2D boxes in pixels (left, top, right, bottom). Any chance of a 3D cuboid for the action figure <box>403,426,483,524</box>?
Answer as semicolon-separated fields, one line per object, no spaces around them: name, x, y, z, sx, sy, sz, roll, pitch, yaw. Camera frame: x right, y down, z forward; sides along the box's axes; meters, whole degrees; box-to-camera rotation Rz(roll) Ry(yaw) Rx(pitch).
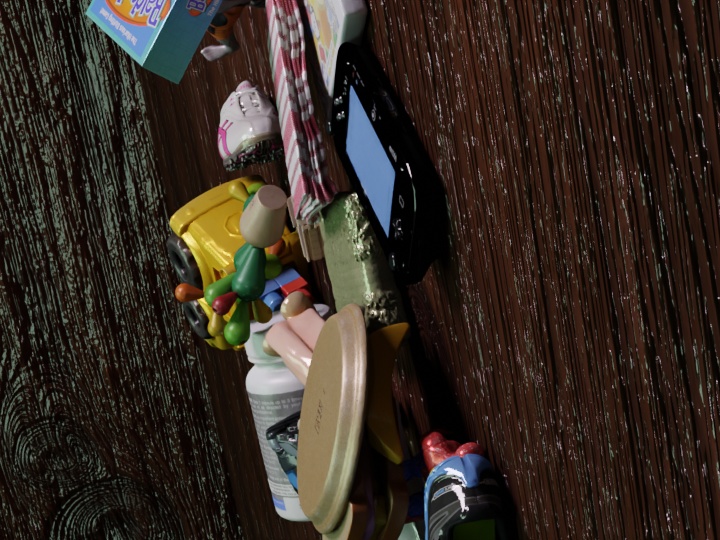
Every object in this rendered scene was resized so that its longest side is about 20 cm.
action figure;0.060;0.161;1.468;0.200;0.051;0.066;131;118;-73

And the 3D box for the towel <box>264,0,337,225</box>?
towel;-0.054;-0.145;1.590;0.146;0.030;0.202;134;127;-82

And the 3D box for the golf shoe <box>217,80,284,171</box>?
golf shoe;-0.123;-0.155;1.973;0.200;0.072;0.093;-166;64;-79

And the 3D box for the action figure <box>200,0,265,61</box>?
action figure;-0.111;-0.306;1.733;0.193;0.103;0.202;150;130;-73

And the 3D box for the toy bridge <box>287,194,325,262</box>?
toy bridge;-0.050;-0.043;1.803;0.200;0.027;0.068;-172;68;-86

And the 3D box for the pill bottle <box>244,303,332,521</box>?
pill bottle;-0.054;0.144;1.901;0.114;0.113;0.202;-142;38;-74

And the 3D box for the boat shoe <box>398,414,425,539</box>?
boat shoe;0.013;0.187;1.596;0.074;0.086;0.204;-30;71;34

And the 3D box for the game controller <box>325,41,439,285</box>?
game controller;0.014;-0.083;1.390;0.201;0.042;0.105;-115;14;-45

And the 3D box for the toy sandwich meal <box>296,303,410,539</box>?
toy sandwich meal;0.000;0.128;1.489;0.205;0.069;0.208;-171;90;-78

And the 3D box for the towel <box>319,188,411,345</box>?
towel;0.000;0.000;1.611;0.200;0.036;0.150;167;89;-81

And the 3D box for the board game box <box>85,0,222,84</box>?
board game box;-0.159;-0.285;1.643;0.201;0.045;0.152;-61;36;9

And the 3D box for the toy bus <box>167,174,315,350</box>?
toy bus;-0.109;0.027;2.059;0.192;0.135;0.201;44;153;41

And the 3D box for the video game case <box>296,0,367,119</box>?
video game case;-0.038;-0.245;1.506;0.200;0.023;0.184;105;150;-71

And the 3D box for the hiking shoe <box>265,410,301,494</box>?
hiking shoe;-0.010;0.192;1.772;0.199;0.074;0.087;15;130;56

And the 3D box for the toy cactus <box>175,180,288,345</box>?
toy cactus;-0.114;-0.029;1.863;0.166;0.101;0.201;114;176;-51

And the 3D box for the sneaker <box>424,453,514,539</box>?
sneaker;0.082;0.234;1.381;0.083;0.070;0.201;-108;12;-57

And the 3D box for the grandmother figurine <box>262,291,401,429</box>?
grandmother figurine;-0.026;0.103;1.742;0.200;0.060;0.122;40;115;50
